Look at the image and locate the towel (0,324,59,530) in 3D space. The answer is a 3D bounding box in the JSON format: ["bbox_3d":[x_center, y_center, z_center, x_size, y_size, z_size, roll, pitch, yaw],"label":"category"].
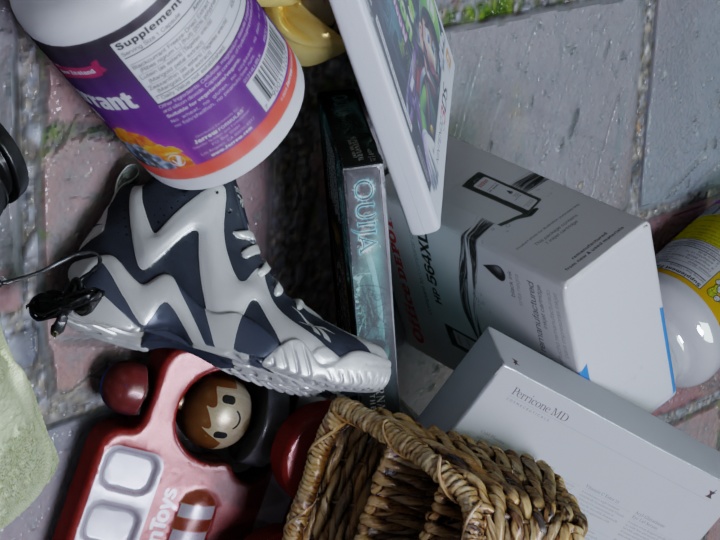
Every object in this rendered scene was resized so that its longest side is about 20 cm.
[{"bbox_3d":[-0.257,0.120,1.050,0.200,0.036,0.149,-43,132,-29],"label":"towel"}]

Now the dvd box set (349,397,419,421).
[{"bbox_3d":[0.079,0.170,1.366,0.029,0.146,0.200,-41,137,3],"label":"dvd box set"}]

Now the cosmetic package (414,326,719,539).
[{"bbox_3d":[0.120,0.144,1.215,0.199,0.052,0.151,29,113,-24],"label":"cosmetic package"}]

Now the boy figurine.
[{"bbox_3d":[-0.052,-0.204,1.113,0.125,0.064,0.201,-74,150,-54],"label":"boy figurine"}]

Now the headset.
[{"bbox_3d":[-0.224,-0.025,1.003,0.199,0.094,0.124,29,68,-28],"label":"headset"}]

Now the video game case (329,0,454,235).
[{"bbox_3d":[0.021,-0.155,1.189,0.182,0.023,0.201,-83,158,-49],"label":"video game case"}]

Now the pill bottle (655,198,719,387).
[{"bbox_3d":[0.275,0.027,1.558,0.200,0.104,0.105,-38,130,-32],"label":"pill bottle"}]

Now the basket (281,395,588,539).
[{"bbox_3d":[0.026,0.198,1.100,0.148,0.143,0.201,18,102,-12],"label":"basket"}]

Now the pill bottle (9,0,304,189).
[{"bbox_3d":[-0.122,-0.144,1.041,0.112,0.111,0.200,-56,137,-17],"label":"pill bottle"}]

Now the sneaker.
[{"bbox_3d":[-0.068,-0.005,1.129,0.080,0.198,0.130,92,12,-77],"label":"sneaker"}]

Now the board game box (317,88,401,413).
[{"bbox_3d":[0.000,0.000,1.227,0.028,0.135,0.201,-7,116,-5],"label":"board game box"}]

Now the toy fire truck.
[{"bbox_3d":[-0.096,0.126,1.186,0.167,0.112,0.201,16,98,-29],"label":"toy fire truck"}]

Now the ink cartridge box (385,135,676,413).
[{"bbox_3d":[0.107,0.012,1.288,0.084,0.200,0.147,-35,128,-25],"label":"ink cartridge box"}]
